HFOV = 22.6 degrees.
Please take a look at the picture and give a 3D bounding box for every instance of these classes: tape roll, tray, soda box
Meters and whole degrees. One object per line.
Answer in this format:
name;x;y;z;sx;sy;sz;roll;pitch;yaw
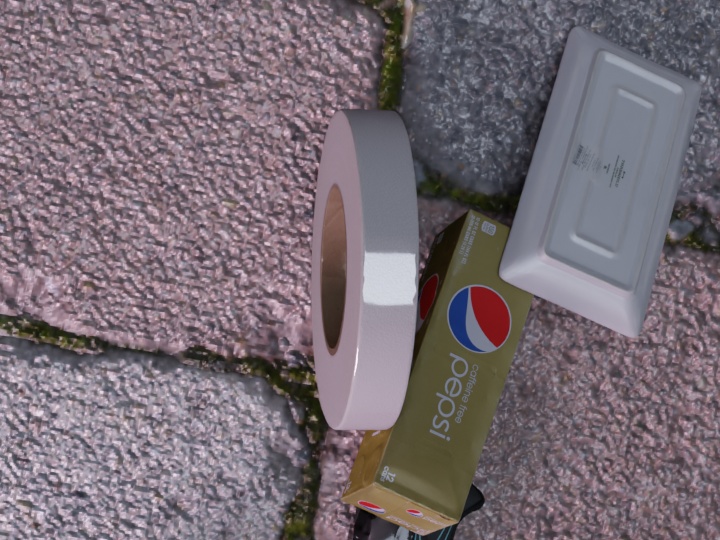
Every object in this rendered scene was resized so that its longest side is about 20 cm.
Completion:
tape roll;0.000;0.000;1.132;0.037;0.203;0.205;1;93;-11
tray;0.167;-0.065;1.210;0.107;0.022;0.201;23;67;-11
soda box;0.056;0.067;1.180;0.064;0.068;0.201;24;69;-11

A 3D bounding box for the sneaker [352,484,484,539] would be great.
sneaker;0.020;0.221;1.211;0.079;0.075;0.201;21;90;-13
